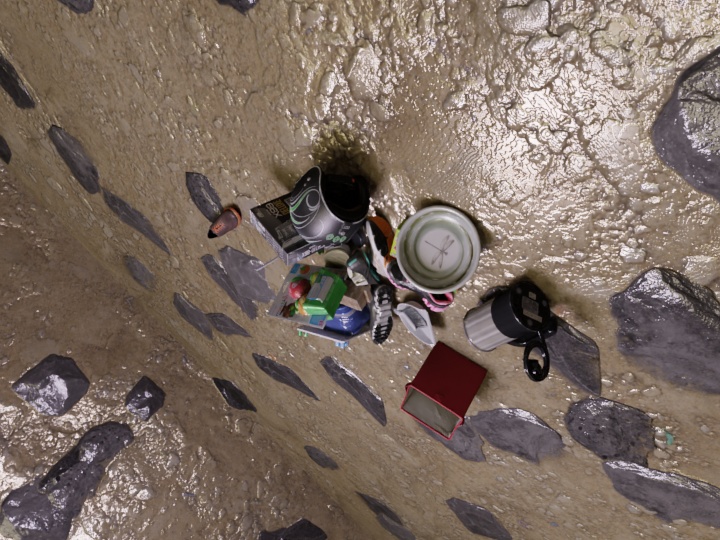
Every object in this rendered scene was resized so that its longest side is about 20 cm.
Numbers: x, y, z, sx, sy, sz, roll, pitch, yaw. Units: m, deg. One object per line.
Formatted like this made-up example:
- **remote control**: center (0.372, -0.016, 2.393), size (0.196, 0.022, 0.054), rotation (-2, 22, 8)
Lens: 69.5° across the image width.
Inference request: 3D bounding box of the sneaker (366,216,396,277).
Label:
- **sneaker**: center (0.045, -0.056, 1.382), size (0.091, 0.076, 0.202), rotation (11, 135, 43)

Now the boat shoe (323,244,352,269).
- **boat shoe**: center (-0.062, -0.045, 1.459), size (0.074, 0.069, 0.200), rotation (23, 161, -5)

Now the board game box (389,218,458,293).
- **board game box**: center (0.175, -0.037, 1.295), size (0.198, 0.048, 0.102), rotation (31, 145, 15)

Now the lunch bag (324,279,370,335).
- **lunch bag**: center (-0.076, 0.098, 1.610), size (0.198, 0.136, 0.134), rotation (8, 132, 35)

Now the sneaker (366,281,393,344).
- **sneaker**: center (0.053, 0.120, 1.545), size (0.090, 0.066, 0.203), rotation (-137, 44, -55)

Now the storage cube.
- **storage cube**: center (0.246, 0.356, 1.551), size (0.198, 0.180, 0.172), rotation (30, 145, 16)

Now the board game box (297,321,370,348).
- **board game box**: center (-0.068, 0.190, 1.662), size (0.198, 0.199, 0.026), rotation (10, 106, 37)

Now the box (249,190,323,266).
- **box**: center (-0.183, -0.120, 1.399), size (0.200, 0.156, 0.050), rotation (47, 150, 30)

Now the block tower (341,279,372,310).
- **block tower**: center (-0.065, 0.056, 1.513), size (0.198, 0.058, 0.054), rotation (16, 147, 30)

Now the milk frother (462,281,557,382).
- **milk frother**: center (0.348, 0.162, 1.218), size (0.180, 0.201, 0.188), rotation (38, 147, -5)

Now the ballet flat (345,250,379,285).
- **ballet flat**: center (0.000, 0.000, 1.428), size (0.068, 0.068, 0.200), rotation (58, -179, 25)

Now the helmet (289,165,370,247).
- **helmet**: center (-0.083, -0.156, 1.282), size (0.200, 0.200, 0.190), rotation (48, 144, -12)

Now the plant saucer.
- **plant saucer**: center (0.182, -0.049, 1.212), size (0.197, 0.050, 0.204), rotation (1, 92, 17)

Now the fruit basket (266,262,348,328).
- **fruit basket**: center (-0.148, 0.059, 1.442), size (0.197, 0.187, 0.094), rotation (13, 151, 26)

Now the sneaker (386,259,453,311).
- **sneaker**: center (0.158, 0.034, 1.337), size (0.198, 0.080, 0.095), rotation (32, 173, -6)

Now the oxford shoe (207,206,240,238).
- **oxford shoe**: center (-0.466, -0.153, 1.765), size (0.071, 0.073, 0.199), rotation (47, 145, -10)

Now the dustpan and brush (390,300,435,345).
- **dustpan and brush**: center (0.133, 0.129, 1.508), size (0.200, 0.057, 0.141), rotation (47, 160, 53)

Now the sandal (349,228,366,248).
- **sandal**: center (-0.063, -0.121, 1.405), size (0.199, 0.043, 0.077), rotation (34, 148, 40)

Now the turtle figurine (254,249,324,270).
- **turtle figurine**: center (-0.175, -0.067, 1.524), size (0.192, 0.203, 0.144), rotation (11, 171, 30)
